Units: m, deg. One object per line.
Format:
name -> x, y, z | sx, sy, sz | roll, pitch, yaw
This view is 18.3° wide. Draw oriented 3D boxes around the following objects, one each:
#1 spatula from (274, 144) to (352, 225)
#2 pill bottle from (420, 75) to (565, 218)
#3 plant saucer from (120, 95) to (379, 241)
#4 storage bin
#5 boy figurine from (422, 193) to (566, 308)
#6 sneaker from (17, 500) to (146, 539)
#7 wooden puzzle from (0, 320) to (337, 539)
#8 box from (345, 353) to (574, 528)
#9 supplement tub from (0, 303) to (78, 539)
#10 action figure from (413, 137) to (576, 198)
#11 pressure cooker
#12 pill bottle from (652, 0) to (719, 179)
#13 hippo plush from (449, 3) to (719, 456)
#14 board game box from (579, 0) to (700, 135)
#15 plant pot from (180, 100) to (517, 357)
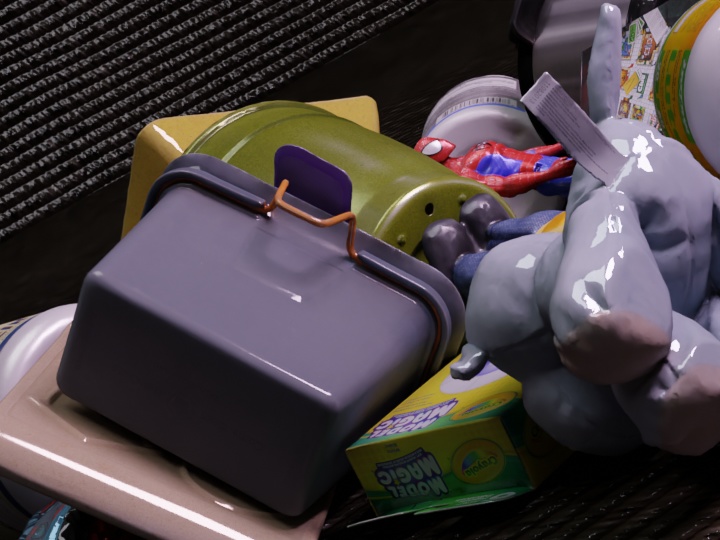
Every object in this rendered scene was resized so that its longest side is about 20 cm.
spatula -> -0.042, 0.015, 1.307 | 0.056, 0.201, 0.021 | 30, 35, 24
pill bottle -> 0.100, -0.085, 1.690 | 0.113, 0.114, 0.200 | -25, 11, 10
plant saucer -> -0.071, -0.011, 1.526 | 0.199, 0.201, 0.048 | -9, 32, -37
storage bin -> -0.060, 0.035, 1.224 | 0.134, 0.199, 0.146 | -45, -22, -58
boy figurine -> 0.117, -0.016, 1.224 | 0.124, 0.065, 0.200 | -32, 11, -32
sneaker -> -0.159, 0.144, 1.327 | 0.095, 0.080, 0.200 | -24, 9, 29
wooden puzzle -> -0.106, 0.105, 1.244 | 0.200, 0.185, 0.046 | -66, -2, -70
box -> 0.079, 0.071, 1.192 | 0.117, 0.049, 0.200 | -16, 17, 43
supplement tub -> -0.217, 0.104, 1.464 | 0.145, 0.145, 0.200 | -34, 12, -35
action figure -> 0.131, -0.063, 1.444 | 0.199, 0.052, 0.065 | 6, 24, 11
pressure cooker -> 0.209, -0.145, 1.551 | 0.178, 0.177, 0.200 | -28, 14, -26
pill bottle -> 0.215, -0.092, 1.136 | 0.111, 0.111, 0.200 | -26, 5, 3
hippo plush -> 0.105, 0.022, 1.049 | 0.161, 0.200, 0.159 | -40, 6, 47
board game box -> 0.171, -0.070, 1.305 | 0.105, 0.023, 0.201 | -25, 44, 36
plant pot -> 0.000, 0.000, 1.397 | 0.200, 0.201, 0.193 | -32, 24, -28
